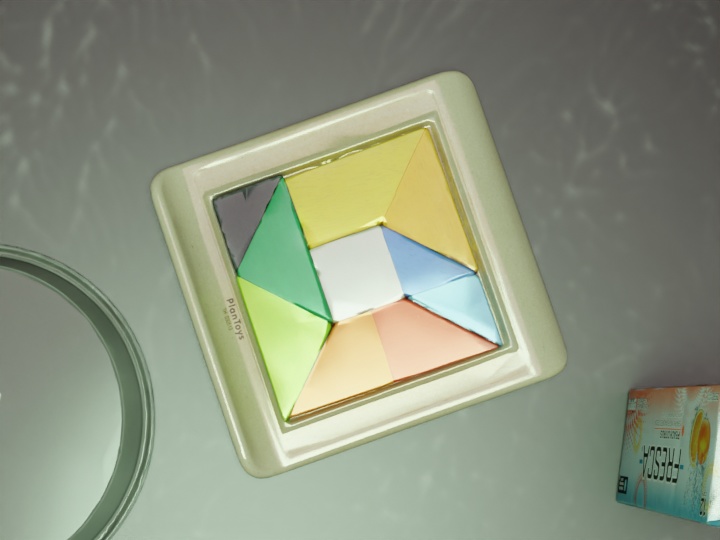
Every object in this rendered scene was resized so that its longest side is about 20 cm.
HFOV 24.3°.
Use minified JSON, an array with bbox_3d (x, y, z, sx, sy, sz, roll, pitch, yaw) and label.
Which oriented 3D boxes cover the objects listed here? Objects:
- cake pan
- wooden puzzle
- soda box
[{"bbox_3d":[-0.214,0.083,0.928,0.199,0.037,0.202,0,84,-4],"label":"cake pan"},{"bbox_3d":[0.000,0.000,0.949,0.199,0.037,0.186,-19,85,-5],"label":"wooden puzzle"},{"bbox_3d":[0.186,0.097,0.867,0.063,0.200,0.069,8,85,-2],"label":"soda box"}]
